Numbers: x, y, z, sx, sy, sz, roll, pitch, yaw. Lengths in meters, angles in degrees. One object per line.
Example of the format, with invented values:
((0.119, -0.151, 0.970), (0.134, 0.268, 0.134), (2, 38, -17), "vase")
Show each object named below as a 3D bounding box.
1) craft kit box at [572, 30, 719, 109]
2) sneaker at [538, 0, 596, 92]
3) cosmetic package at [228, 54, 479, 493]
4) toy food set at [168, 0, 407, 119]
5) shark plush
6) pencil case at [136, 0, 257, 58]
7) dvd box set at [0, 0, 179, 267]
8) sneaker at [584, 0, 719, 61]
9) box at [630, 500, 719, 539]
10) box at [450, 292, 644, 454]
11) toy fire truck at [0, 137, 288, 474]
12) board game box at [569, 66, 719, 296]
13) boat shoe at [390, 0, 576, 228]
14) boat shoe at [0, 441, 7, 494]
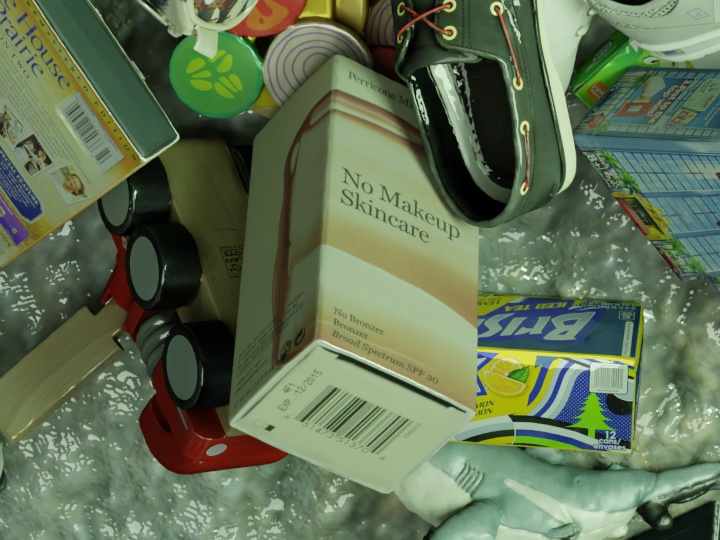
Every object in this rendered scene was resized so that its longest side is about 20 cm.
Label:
((0.252, -0.098, 1.468), (0.200, 0.049, 0.198), (42, 113, -12), "craft kit box")
((0.127, -0.171, 1.432), (0.085, 0.073, 0.200), (12, 117, 6), "sneaker")
((0.000, 0.000, 1.428), (0.103, 0.200, 0.087), (24, 134, -24), "cosmetic package")
((-0.015, -0.157, 1.477), (0.200, 0.049, 0.198), (3, 117, 7), "toy food set")
((0.110, 0.120, 1.590), (0.200, 0.091, 0.083), (-2, 86, 15), "shark plush")
((-0.141, -0.188, 1.432), (0.200, 0.078, 0.089), (25, 83, 21), "pencil case")
((-0.187, -0.093, 1.472), (0.146, 0.029, 0.200), (55, 147, -3), "dvd box set")
((0.186, -0.157, 1.343), (0.082, 0.075, 0.200), (14, 150, -35), "sneaker")
((0.146, 0.261, 1.579), (0.200, 0.197, 0.124), (-28, 110, 21), "box")
((0.058, 0.054, 1.559), (0.200, 0.070, 0.064), (4, 118, 7), "box")
((-0.115, 0.048, 1.534), (0.129, 0.176, 0.200), (-6, 147, -30), "toy fire truck")
((0.235, -0.025, 1.388), (0.200, 0.062, 0.200), (50, 154, -16), "board game box")
((0.053, -0.121, 1.406), (0.074, 0.063, 0.201), (-7, 107, 40), "boat shoe")
((-0.244, 0.115, 1.648), (0.071, 0.072, 0.200), (15, 129, -8), "boat shoe")
